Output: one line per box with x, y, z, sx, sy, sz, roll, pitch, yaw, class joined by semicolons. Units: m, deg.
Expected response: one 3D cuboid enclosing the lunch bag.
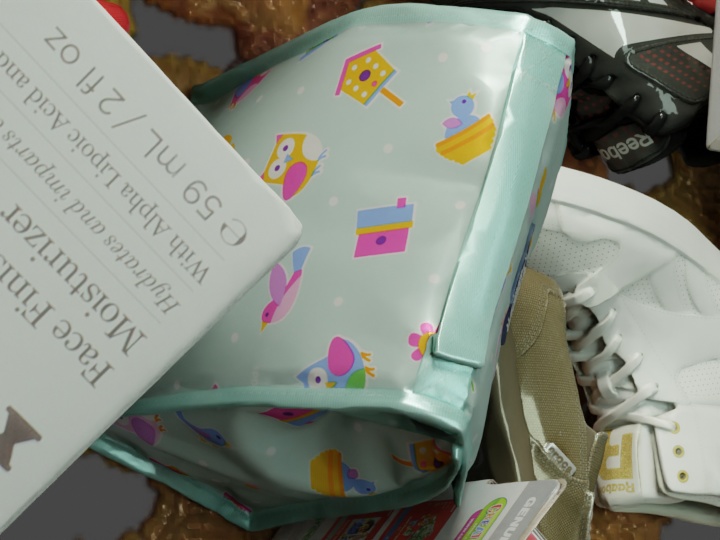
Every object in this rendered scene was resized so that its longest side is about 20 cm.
0.000;0.000;1.114;0.122;0.200;0.170;31;65;-28;lunch bag

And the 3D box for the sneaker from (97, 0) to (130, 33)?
-0.163;-0.128;1.089;0.200;0.077;0.085;22;76;-32;sneaker

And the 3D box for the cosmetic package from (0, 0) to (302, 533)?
-0.160;-0.015;0.981;0.200;0.165;0.165;-45;112;-4;cosmetic package

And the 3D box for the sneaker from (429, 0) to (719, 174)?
0.101;-0.097;1.282;0.200;0.071;0.098;17;70;-34;sneaker

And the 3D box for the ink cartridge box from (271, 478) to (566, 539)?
-0.004;0.177;1.096;0.084;0.176;0.200;49;59;-19;ink cartridge box

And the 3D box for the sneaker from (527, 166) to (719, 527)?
0.113;0.040;1.267;0.200;0.074;0.116;30;63;-30;sneaker

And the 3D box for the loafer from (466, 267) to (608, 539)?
0.067;0.088;1.212;0.067;0.076;0.200;-14;104;-35;loafer

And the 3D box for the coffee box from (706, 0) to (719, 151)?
0.243;-0.096;1.307;0.200;0.113;0.080;-20;116;-59;coffee box
